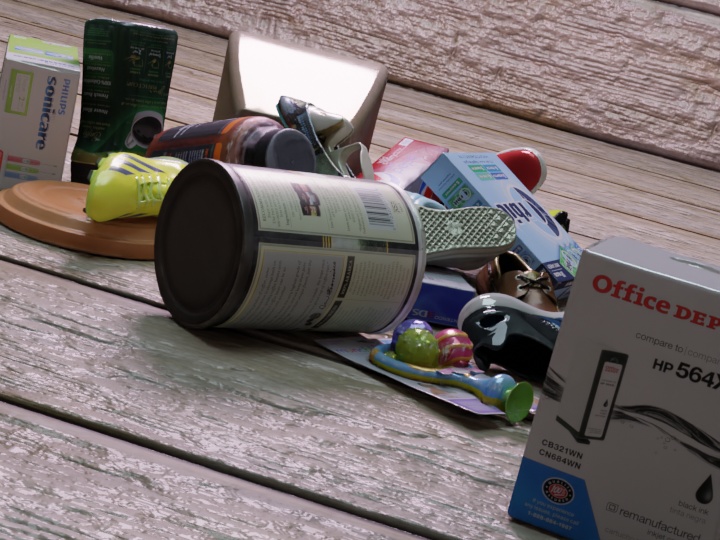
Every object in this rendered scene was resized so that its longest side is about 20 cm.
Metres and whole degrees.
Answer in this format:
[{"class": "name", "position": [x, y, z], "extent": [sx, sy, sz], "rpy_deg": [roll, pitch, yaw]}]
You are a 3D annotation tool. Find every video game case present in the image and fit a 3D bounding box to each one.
[{"class": "video game case", "position": [0.000, 0.000, 1.637], "extent": [0.200, 0.046, 0.181], "rpy_deg": [11, 13, -13]}]

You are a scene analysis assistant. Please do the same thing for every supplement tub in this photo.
[{"class": "supplement tub", "position": [-0.139, -0.110, 1.710], "extent": [0.107, 0.107, 0.200], "rpy_deg": [2, -2, -43]}]

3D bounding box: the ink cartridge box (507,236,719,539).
[{"class": "ink cartridge box", "position": [0.202, 0.093, 1.097], "extent": [0.146, 0.200, 0.084], "rpy_deg": [18, 13, 19]}]

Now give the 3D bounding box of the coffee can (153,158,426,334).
[{"class": "coffee can", "position": [-0.062, -0.017, 1.418], "extent": [0.200, 0.147, 0.146], "rpy_deg": [4, 16, -38]}]

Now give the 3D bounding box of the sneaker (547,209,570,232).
[{"class": "sneaker", "position": [0.197, -0.043, 2.016], "extent": [0.081, 0.074, 0.200], "rpy_deg": [5, 4, 27]}]

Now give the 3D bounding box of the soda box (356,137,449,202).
[{"class": "soda box", "position": [0.035, -0.086, 1.867], "extent": [0.063, 0.070, 0.200], "rpy_deg": [18, 32, 21]}]

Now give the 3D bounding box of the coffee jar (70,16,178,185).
[{"class": "coffee jar", "position": [-0.266, -0.178, 1.775], "extent": [0.085, 0.200, 0.104], "rpy_deg": [10, 5, 35]}]

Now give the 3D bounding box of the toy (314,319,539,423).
[{"class": "toy", "position": [0.070, 0.075, 1.381], "extent": [0.115, 0.047, 0.200], "rpy_deg": [3, 17, -46]}]

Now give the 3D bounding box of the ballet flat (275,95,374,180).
[{"class": "ballet flat", "position": [-0.027, -0.127, 1.717], "extent": [0.074, 0.074, 0.200], "rpy_deg": [2, 49, -41]}]

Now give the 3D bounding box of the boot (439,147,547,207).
[{"class": "boot", "position": [0.127, -0.097, 1.994], "extent": [0.200, 0.073, 0.144], "rpy_deg": [-22, -6, 31]}]

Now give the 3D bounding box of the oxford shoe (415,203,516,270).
[{"class": "oxford shoe", "position": [0.062, -0.033, 1.630], "extent": [0.200, 0.075, 0.058], "rpy_deg": [1, -26, -18]}]

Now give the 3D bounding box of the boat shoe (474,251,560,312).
[{"class": "boat shoe", "position": [0.164, 0.030, 1.628], "extent": [0.072, 0.068, 0.200], "rpy_deg": [10, 14, -22]}]

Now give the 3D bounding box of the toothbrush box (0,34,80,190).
[{"class": "toothbrush box", "position": [-0.368, -0.176, 1.780], "extent": [0.086, 0.146, 0.200], "rpy_deg": [9, 14, -15]}]

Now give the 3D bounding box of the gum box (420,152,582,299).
[{"class": "gum box", "position": [0.177, -0.052, 1.840], "extent": [0.200, 0.045, 0.170], "rpy_deg": [48, 21, 14]}]

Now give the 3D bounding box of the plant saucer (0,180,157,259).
[{"class": "plant saucer", "position": [-0.274, -0.056, 1.624], "extent": [0.200, 0.032, 0.200], "rpy_deg": [14, 13, -3]}]

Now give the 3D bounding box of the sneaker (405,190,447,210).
[{"class": "sneaker", "position": [0.080, -0.039, 1.788], "extent": [0.082, 0.074, 0.200], "rpy_deg": [24, 3, 33]}]

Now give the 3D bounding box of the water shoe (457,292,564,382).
[{"class": "water shoe", "position": [0.184, 0.080, 1.487], "extent": [0.200, 0.072, 0.079], "rpy_deg": [11, 40, -20]}]

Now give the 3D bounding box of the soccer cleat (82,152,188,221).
[{"class": "soccer cleat", "position": [-0.208, -0.080, 1.582], "extent": [0.084, 0.065, 0.200], "rpy_deg": [20, 13, 15]}]

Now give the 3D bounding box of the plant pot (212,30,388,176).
[{"class": "plant pot", "position": [-0.087, -0.147, 1.889], "extent": [0.200, 0.200, 0.177], "rpy_deg": [13, 25, -3]}]
